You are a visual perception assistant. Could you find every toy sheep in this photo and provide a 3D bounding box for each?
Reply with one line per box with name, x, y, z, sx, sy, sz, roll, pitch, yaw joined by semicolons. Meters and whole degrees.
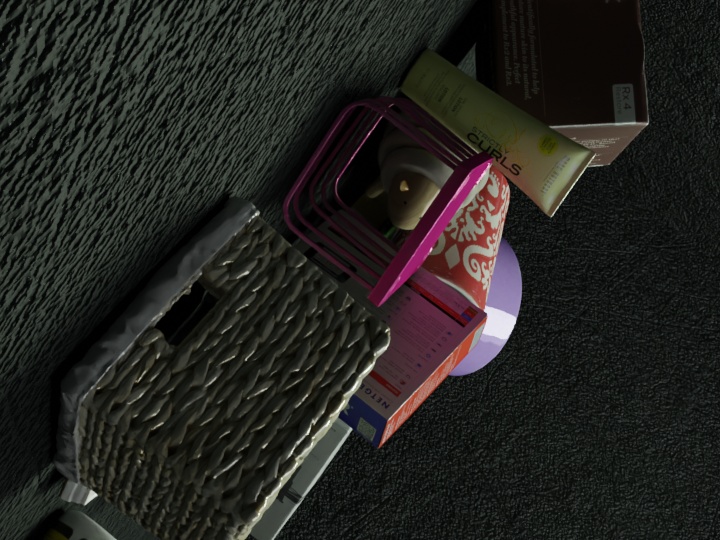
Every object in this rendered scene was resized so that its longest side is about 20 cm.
toy sheep;0.082;-0.128;1.170;0.138;0.136;0.202;117;-2;-63

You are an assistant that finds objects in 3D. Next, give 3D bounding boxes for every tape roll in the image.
tape roll;0.109;0.031;1.412;0.084;0.201;0.201;16;119;-39

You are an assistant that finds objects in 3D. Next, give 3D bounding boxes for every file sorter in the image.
file sorter;0.026;-0.077;0.992;0.140;0.125;0.200;-55;175;14

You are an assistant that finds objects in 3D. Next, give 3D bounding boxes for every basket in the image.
basket;-0.107;0.096;0.812;0.199;0.160;0.200;-50;176;-30

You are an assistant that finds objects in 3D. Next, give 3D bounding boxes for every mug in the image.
mug;0.087;-0.021;1.263;0.177;0.133;0.202;-29;-150;46

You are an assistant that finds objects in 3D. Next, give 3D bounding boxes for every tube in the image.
tube;0.132;-0.144;1.074;0.052;0.199;0.058;-50;176;-30

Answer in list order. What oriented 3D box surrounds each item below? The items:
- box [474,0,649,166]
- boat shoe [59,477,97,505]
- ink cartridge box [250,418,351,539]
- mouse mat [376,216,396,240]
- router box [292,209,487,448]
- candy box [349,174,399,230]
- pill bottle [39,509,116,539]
box;0.222;-0.218;1.240;0.200;0.161;0.169;81;6;-82
boat shoe;-0.182;0.148;0.954;0.071;0.069;0.200;-54;174;37
ink cartridge box;-0.065;0.185;1.203;0.201;0.083;0.145;-57;175;30
mouse mat;0.000;0.000;1.316;0.161;0.007;0.201;-49;171;-28
router box;-0.003;0.050;1.075;0.179;0.199;0.049;-39;157;-38
candy box;-0.003;-0.040;1.357;0.200;0.056;0.117;-47;173;-34
pill bottle;-0.289;0.328;0.973;0.201;0.112;0.113;-49;174;-25
